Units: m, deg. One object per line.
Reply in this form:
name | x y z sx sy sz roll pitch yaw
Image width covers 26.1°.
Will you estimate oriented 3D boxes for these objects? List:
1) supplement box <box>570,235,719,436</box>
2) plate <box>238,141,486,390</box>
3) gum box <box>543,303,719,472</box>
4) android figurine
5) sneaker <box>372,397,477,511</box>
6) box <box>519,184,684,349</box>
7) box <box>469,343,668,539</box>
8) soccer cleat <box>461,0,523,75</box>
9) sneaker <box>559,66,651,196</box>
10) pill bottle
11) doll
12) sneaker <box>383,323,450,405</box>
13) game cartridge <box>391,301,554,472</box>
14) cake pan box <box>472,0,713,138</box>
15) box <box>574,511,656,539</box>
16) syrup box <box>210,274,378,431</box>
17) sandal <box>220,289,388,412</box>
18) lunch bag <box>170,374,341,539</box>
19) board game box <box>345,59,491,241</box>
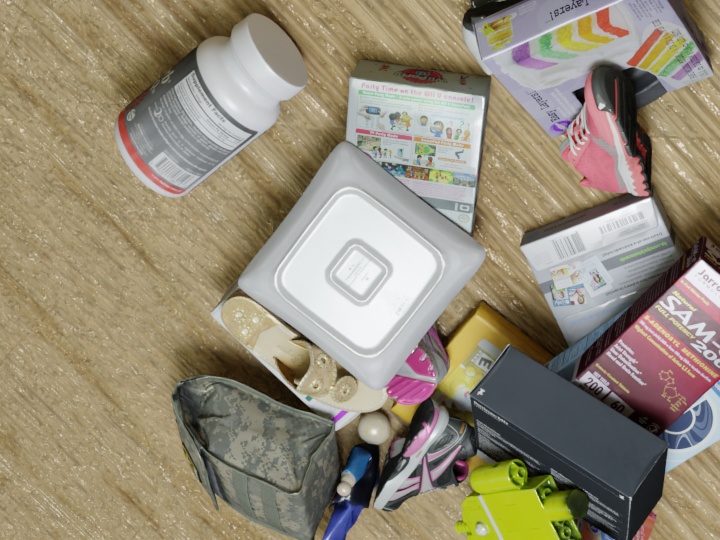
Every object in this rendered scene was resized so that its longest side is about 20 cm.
supplement box | 0.321 0.075 1.585 0.109 0.061 0.200 39 117 -3
plate | 0.000 0.000 1.645 0.200 0.032 0.200 37 102 -4
gum box | 0.318 0.124 1.670 0.200 0.045 0.170 -37 102 27
android figurine | 0.178 0.285 1.659 0.199 0.041 0.183 -17 102 51
sneaker | 0.077 0.229 1.779 0.086 0.081 0.200 24 145 -5
box | 0.284 0.026 1.679 0.155 0.041 0.201 -22 107 22
box | 0.218 0.184 1.630 0.199 0.079 0.141 32 161 23
soccer cleat | 0.202 -0.251 1.565 0.198 0.070 0.087 -10 132 17
sneaker | 0.237 -0.129 1.555 0.086 0.074 0.200 -4 152 19
pill bottle | -0.158 -0.177 1.654 0.199 0.116 0.116 -35 102 25
doll | -0.011 0.261 1.808 0.048 0.136 0.201 20 83 17
sneaker | 0.031 0.056 1.734 0.081 0.088 0.201 -33 78 23
game cartridge | 0.162 0.158 1.776 0.200 0.032 0.177 38 118 -3
cake pan box | 0.231 -0.215 1.516 0.183 0.053 0.200 -18 153 21
box | 0.232 0.320 1.758 0.094 0.103 0.200 38 142 -5
syrup box | -0.066 0.079 1.770 0.200 0.079 0.081 44 116 -9
sandal | -0.069 0.106 1.698 0.211 0.070 0.078 35 117 -4
lunch bag | -0.132 0.215 1.802 0.199 0.118 0.164 22 152 15
board game box | 0.057 -0.112 1.660 0.146 0.064 0.201 9 118 9
